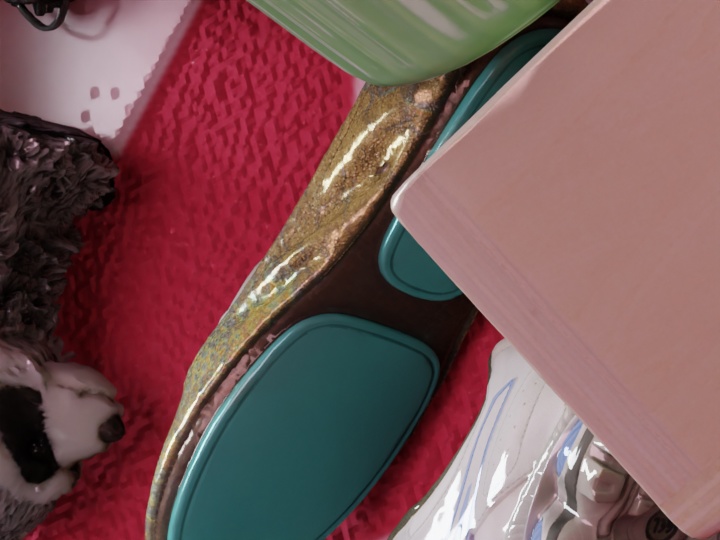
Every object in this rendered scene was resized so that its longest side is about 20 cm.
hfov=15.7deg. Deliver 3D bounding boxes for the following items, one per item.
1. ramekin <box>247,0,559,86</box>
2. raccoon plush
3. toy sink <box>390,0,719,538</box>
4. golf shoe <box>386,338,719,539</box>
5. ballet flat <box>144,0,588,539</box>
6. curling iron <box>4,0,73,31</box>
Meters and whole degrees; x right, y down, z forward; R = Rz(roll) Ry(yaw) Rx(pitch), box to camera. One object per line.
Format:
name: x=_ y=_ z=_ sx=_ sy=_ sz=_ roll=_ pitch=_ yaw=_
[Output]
ramekin: x=0.026 y=-0.142 z=0.655 sx=0.200 sy=0.098 sz=0.200 roll=-44 pitch=20 yaw=20
raccoon plush: x=-0.155 y=0.009 z=0.818 sx=0.199 sy=0.097 sz=0.135 roll=17 pitch=97 yaw=37
toy sink: x=0.121 y=-0.058 z=0.584 sx=0.112 sy=0.130 sz=0.200 roll=48 pitch=113 yaw=0
golf shoe: x=0.036 y=0.110 z=0.690 sx=0.097 sy=0.078 sz=0.201 roll=34 pitch=101 yaw=56
ballet flat: x=0.000 y=0.000 z=0.730 sx=0.071 sy=0.071 sz=0.200 roll=43 pitch=108 yaw=32
curling iron: x=-0.092 y=-0.177 z=0.840 sx=0.049 sy=0.026 sz=0.201 roll=9 pitch=87 yaw=38
